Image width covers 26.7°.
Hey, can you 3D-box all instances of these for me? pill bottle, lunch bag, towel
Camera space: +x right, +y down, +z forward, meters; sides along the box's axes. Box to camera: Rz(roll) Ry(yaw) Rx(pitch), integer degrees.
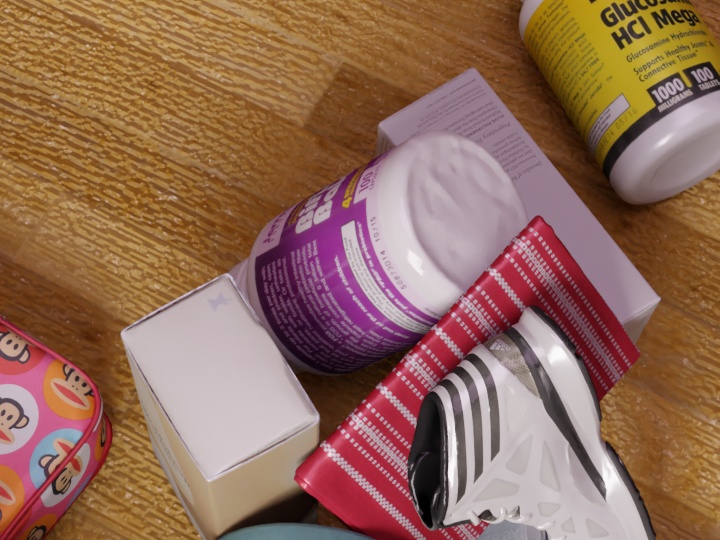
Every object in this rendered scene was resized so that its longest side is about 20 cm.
[{"bbox_3d":[0.000,0.000,0.927,0.112,0.200,0.113,18,60,-35],"label":"pill bottle"},{"bbox_3d":[-0.273,0.103,0.941,0.199,0.082,0.176,34,70,12],"label":"lunch bag"},{"bbox_3d":[0.064,0.080,0.864,0.200,0.145,0.022,-47,42,-5],"label":"towel"},{"bbox_3d":[0.181,-0.156,1.054,0.112,0.113,0.201,-24,69,-12],"label":"pill bottle"}]

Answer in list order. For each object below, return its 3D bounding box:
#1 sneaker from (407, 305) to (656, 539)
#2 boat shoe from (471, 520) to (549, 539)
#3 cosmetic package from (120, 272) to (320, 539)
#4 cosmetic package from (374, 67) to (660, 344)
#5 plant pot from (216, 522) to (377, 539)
[{"bbox_3d":[0.089,0.124,0.855,0.115,0.201,0.076,-31,31,-7],"label":"sneaker"},{"bbox_3d":[0.086,0.154,0.940,0.073,0.067,0.201,-8,64,18],"label":"boat shoe"},{"bbox_3d":[-0.078,0.097,0.884,0.071,0.200,0.105,-29,67,-14],"label":"cosmetic package"},{"bbox_3d":[0.095,-0.017,0.993,0.085,0.108,0.200,-32,72,-17],"label":"cosmetic package"},{"bbox_3d":[-0.035,0.251,0.830,0.199,0.201,0.189,7,54,1],"label":"plant pot"}]
